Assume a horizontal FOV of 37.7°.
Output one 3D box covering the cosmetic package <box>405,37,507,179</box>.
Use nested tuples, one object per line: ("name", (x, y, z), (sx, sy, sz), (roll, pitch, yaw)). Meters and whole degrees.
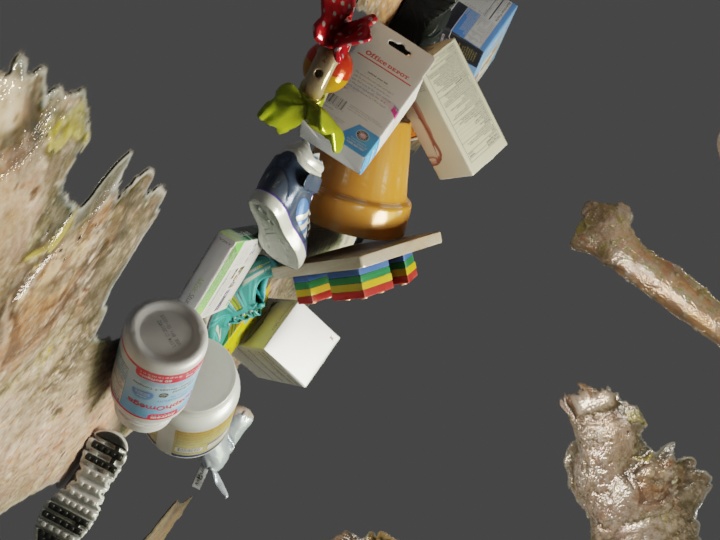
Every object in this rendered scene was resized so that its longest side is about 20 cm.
("cosmetic package", (0.139, -0.259, 1.706), (0.103, 0.200, 0.087), (-41, -158, -31))

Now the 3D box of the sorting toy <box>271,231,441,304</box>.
("sorting toy", (0.000, 0.000, 1.684), (0.200, 0.070, 0.199), (-8, -173, 43))

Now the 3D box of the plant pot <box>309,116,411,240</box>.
("plant pot", (0.000, -0.169, 1.700), (0.200, 0.200, 0.184), (-42, 150, -71))

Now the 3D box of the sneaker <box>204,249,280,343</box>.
("sneaker", (-0.198, 0.053, 1.727), (0.200, 0.080, 0.078), (-58, 175, 20))

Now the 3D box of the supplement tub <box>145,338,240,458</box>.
("supplement tub", (-0.263, 0.196, 1.634), (0.144, 0.144, 0.200), (-54, 175, -30))

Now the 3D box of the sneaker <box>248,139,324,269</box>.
("sneaker", (-0.091, -0.105, 1.576), (0.147, 0.081, 0.200), (-56, 156, -22))

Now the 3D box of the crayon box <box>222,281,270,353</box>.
("crayon box", (-0.235, 0.104, 1.858), (0.200, 0.051, 0.127), (-54, 175, -23))

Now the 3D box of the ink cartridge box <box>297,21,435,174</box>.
("ink cartridge box", (0.011, -0.257, 1.561), (0.200, 0.115, 0.068), (-55, 175, -19))

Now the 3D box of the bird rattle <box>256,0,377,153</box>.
("bird rattle", (-0.048, -0.259, 1.318), (0.163, 0.113, 0.200), (-77, -175, -71))

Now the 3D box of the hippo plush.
("hippo plush", (-0.322, 0.307, 2.033), (0.161, 0.159, 0.200), (44, 61, -54))

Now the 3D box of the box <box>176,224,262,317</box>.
("box", (-0.207, 0.002, 1.584), (0.144, 0.036, 0.200), (-58, 176, 9))

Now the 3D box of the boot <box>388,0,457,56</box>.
("boot", (0.120, -0.432, 1.743), (0.198, 0.073, 0.162), (-51, 175, 24))

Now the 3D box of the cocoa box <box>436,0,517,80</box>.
("cocoa box", (0.197, -0.448, 2.037), (0.133, 0.131, 0.200), (-55, 175, -19))

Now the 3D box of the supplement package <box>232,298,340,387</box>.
("supplement package", (-0.154, 0.130, 1.960), (0.117, 0.117, 0.200), (-54, -154, -20))

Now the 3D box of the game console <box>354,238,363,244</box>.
("game console", (-0.062, -0.081, 1.961), (0.200, 0.119, 0.172), (-53, 174, -36))

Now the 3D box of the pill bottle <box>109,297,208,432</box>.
("pill bottle", (-0.268, 0.131, 1.380), (0.109, 0.109, 0.200), (-52, 173, -39))

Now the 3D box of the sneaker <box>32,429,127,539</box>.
("sneaker", (-0.404, 0.323, 1.549), (0.200, 0.075, 0.081), (-56, -176, -6))

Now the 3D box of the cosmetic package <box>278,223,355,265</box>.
("cosmetic package", (-0.088, -0.053, 1.808), (0.200, 0.071, 0.105), (-2, 120, -63))

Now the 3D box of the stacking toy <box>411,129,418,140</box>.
("stacking toy", (0.055, -0.306, 1.766), (0.146, 0.146, 0.200), (-57, 159, 6))
